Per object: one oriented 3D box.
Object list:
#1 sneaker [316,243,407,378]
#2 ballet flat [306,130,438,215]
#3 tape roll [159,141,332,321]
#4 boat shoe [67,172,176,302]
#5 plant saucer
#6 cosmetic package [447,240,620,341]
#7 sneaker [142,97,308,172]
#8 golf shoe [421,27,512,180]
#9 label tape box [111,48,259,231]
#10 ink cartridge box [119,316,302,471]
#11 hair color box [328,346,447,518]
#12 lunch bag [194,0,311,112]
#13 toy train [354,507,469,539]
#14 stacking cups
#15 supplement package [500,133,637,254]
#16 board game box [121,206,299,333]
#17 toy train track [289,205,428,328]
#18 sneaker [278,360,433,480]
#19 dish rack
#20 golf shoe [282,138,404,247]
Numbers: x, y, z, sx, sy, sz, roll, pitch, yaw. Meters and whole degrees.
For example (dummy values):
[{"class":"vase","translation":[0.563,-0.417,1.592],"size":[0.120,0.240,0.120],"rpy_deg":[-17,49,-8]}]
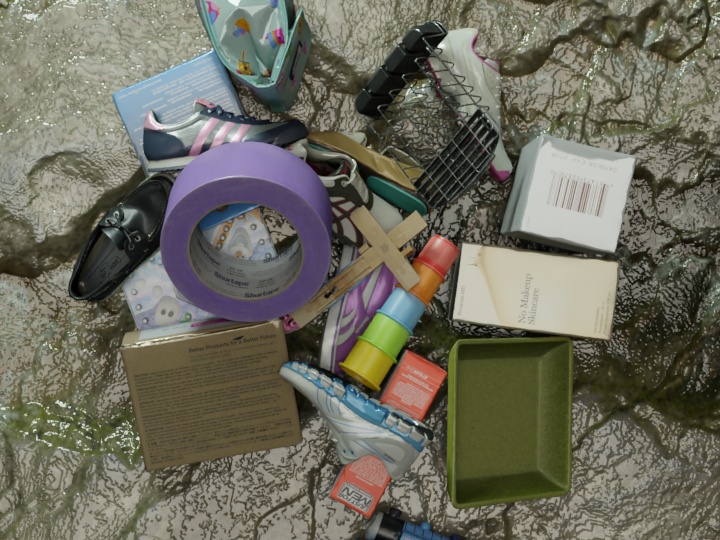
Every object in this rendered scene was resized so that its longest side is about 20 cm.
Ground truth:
[{"class":"sneaker","translation":[0.011,0.071,1.655],"size":[0.114,0.073,0.202],"rpy_deg":[14,90,-4]},{"class":"ballet flat","translation":[0.009,-0.135,1.665],"size":[0.199,0.069,0.063],"rpy_deg":[27,67,-5]},{"class":"tape roll","translation":[-0.132,-0.044,1.561],"size":[0.199,0.085,0.201],"rpy_deg":[0,123,1]},{"class":"boat shoe","translation":[-0.293,-0.036,1.613],"size":[0.199,0.066,0.075],"rpy_deg":[-44,83,22]},{"class":"plant saucer","translation":[0.175,0.182,1.632],"size":[0.199,0.048,0.201],"rpy_deg":[1,90,-36]},{"class":"cosmetic package","translation":[0.215,0.025,1.655],"size":[0.199,0.073,0.104],"rpy_deg":[6,90,-2]},{"class":"sneaker","translation":[-0.164,-0.171,1.588],"size":[0.199,0.070,0.083],"rpy_deg":[-11,94,-4]},{"class":"golf shoe","translation":[0.150,-0.211,1.654],"size":[0.091,0.075,0.201],"rpy_deg":[-29,92,-4]},{"class":"label tape box","translation":[-0.203,-0.153,1.653],"size":[0.144,0.063,0.201],"rpy_deg":[-23,92,-1]},{"class":"ink cartridge box","translation":[-0.181,0.144,1.632],"size":[0.199,0.075,0.166],"rpy_deg":[-9,102,-3]},{"class":"hair color box","translation":[0.034,0.197,1.639],"size":[0.061,0.102,0.201],"rpy_deg":[29,91,2]},{"class":"lunch bag","translation":[-0.126,-0.296,1.599],"size":[0.121,0.170,0.201],"rpy_deg":[-19,86,1]},{"class":"toy train","translation":[0.078,0.373,1.653],"size":[0.199,0.087,0.115],"rpy_deg":[22,81,1]},{"class":"stacking cups","translation":[0.048,0.045,1.608],"size":[0.060,0.061,0.201],"rpy_deg":[31,81,-1]},{"class":"supplement package","translation":[0.245,-0.087,1.591],"size":[0.116,0.200,0.118],"rpy_deg":[13,90,-1]},{"class":"board game box","translation":[-0.199,0.014,1.673],"size":[0.199,0.026,0.201],"rpy_deg":[-21,90,-1]},{"class":"toy train track","translation":[0.000,0.000,1.611],"size":[0.200,0.033,0.115],"rpy_deg":[-39,81,8]},{"class":"sneaker","translation":[-0.019,0.179,1.562],"size":[0.199,0.075,0.087],"rpy_deg":[30,96,13]},{"class":"dish rack","translation":[0.087,-0.183,1.599],"size":[0.154,0.054,0.200],"rpy_deg":[-49,67,34]},{"class":"golf shoe","translation":[-0.021,-0.090,1.615],"size":[0.199,0.088,0.078],"rpy_deg":[23,49,-23]}]
